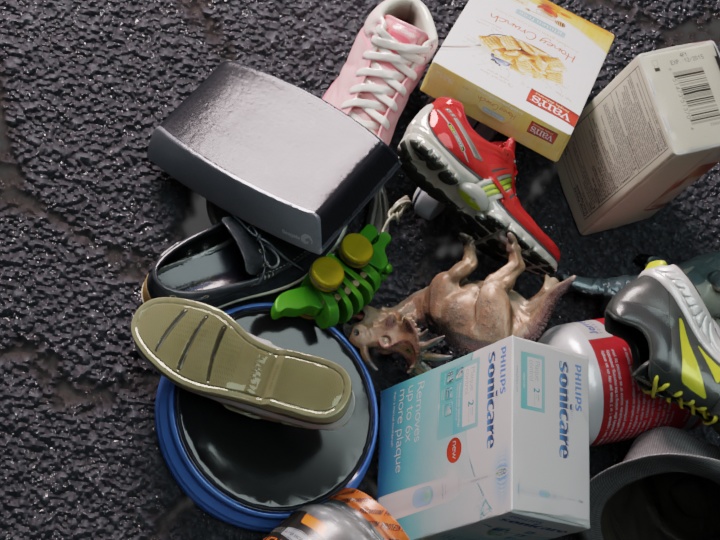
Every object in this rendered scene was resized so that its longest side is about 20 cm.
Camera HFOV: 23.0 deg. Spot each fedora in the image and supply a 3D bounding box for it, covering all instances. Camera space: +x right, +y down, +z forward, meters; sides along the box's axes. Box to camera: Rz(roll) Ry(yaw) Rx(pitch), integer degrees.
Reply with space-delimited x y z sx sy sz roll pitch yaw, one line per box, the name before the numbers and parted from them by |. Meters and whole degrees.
fedora | 0.285 0.207 1.561 0.200 0.176 0.091 46 33 -21

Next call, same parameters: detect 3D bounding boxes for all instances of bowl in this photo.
bowl | -0.077 0.123 1.524 0.199 0.039 0.203 6 70 -16

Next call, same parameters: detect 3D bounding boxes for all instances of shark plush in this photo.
shark plush | 0.286 0.019 1.691 0.198 0.091 0.084 -9 49 -5

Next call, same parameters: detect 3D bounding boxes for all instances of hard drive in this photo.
hard drive | -0.078 -0.107 1.544 0.199 0.043 0.135 29 61 25

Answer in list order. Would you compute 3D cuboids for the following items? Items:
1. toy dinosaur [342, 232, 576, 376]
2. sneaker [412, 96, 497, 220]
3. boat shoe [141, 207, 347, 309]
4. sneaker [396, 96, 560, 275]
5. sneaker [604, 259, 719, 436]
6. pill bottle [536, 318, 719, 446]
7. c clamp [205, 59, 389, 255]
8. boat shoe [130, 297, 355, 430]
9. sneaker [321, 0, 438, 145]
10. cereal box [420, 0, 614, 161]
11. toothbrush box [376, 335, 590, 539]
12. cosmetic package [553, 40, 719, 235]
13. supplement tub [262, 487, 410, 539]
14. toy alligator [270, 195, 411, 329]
toy dinosaur | 0.099 0.045 1.548 0.086 0.198 0.136 57 47 -43
sneaker | 0.087 -0.131 1.662 0.070 0.073 0.201 30 55 4
boat shoe | -0.098 -0.016 1.538 0.199 0.062 0.075 -24 69 -15
sneaker | 0.122 -0.075 1.576 0.200 0.077 0.085 46 66 -25
sneaker | 0.280 0.093 1.522 0.084 0.075 0.201 -29 77 -18
pill bottle | 0.225 0.099 1.594 0.198 0.112 0.113 -7 73 -21
c clamp | -0.058 -0.086 1.613 0.198 0.027 0.172 23 65 -9
boat shoe | -0.100 0.087 1.470 0.198 0.069 0.075 23 69 14
sneaker | 0.013 -0.170 1.608 0.075 0.105 0.201 26 55 -5
cereal box | 0.150 -0.195 1.651 0.143 0.040 0.200 27 38 1
toothbrush box | 0.100 0.155 1.476 0.085 0.199 0.148 15 67 -30
cosmetic package | 0.264 -0.120 1.639 0.086 0.200 0.104 -13 77 -23
supplement tub | -0.052 0.275 1.431 0.200 0.123 0.123 -39 86 -27
toy alligator | 0.000 0.000 1.554 0.054 0.059 0.200 44 51 8
